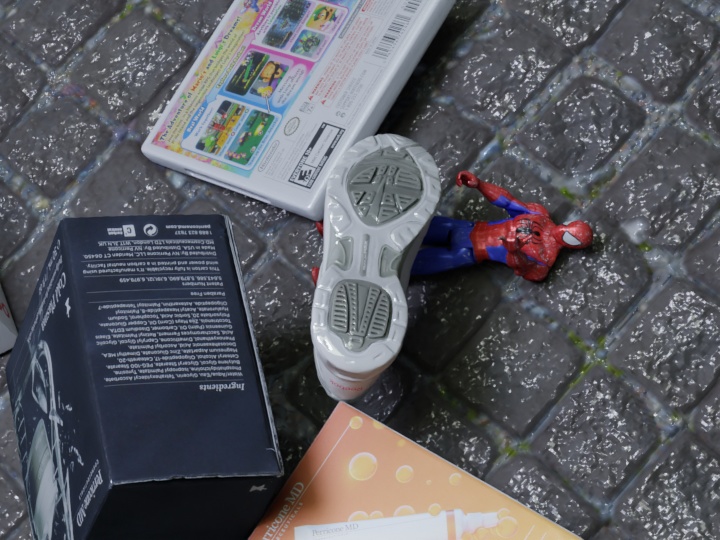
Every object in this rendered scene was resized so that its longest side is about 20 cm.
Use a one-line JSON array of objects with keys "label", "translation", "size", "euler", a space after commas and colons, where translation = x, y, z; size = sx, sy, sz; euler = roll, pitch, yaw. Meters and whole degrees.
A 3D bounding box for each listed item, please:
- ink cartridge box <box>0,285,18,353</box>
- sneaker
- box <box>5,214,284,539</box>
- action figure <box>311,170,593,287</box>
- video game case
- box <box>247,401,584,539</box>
[{"label": "ink cartridge box", "translation": [-0.337, -0.037, 1.807], "size": [0.085, 0.147, 0.201], "euler": [-25, 59, 5]}, {"label": "sneaker", "translation": [0.000, 0.000, 1.649], "size": [0.077, 0.100, 0.201], "euler": [17, 57, -1]}, {"label": "box", "translation": [-0.148, 0.098, 1.631], "size": [0.123, 0.200, 0.198], "euler": [-3, 58, -22]}, {"label": "action figure", "translation": [0.058, -0.028, 1.698], "size": [0.199, 0.099, 0.066], "euler": [-3, 65, 15]}, {"label": "video game case", "translation": [-0.046, -0.144, 1.811], "size": [0.181, 0.024, 0.201], "euler": [20, 73, 40]}, {"label": "box", "translation": [0.044, 0.194, 1.590], "size": [0.199, 0.098, 0.125], "euler": [28, 76, 28]}]
